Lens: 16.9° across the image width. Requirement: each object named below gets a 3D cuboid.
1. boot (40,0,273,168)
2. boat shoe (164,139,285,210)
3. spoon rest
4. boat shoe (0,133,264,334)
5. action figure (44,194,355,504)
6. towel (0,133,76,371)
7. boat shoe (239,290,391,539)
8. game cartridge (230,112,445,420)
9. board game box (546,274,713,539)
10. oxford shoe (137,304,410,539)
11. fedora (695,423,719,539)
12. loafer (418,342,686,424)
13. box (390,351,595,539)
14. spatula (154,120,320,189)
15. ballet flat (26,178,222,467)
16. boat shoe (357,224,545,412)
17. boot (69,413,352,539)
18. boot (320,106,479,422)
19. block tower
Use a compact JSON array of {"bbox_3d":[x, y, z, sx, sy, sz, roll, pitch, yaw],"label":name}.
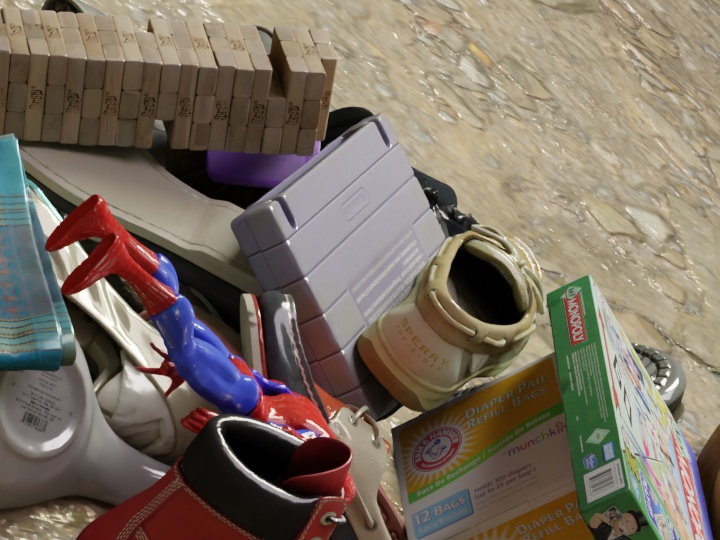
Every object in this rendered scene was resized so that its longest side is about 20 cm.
[{"bbox_3d":[-0.117,-0.114,1.474,0.199,0.073,0.182,23,34,-36],"label":"boot"},{"bbox_3d":[-0.054,-0.007,1.394,0.066,0.074,0.201,11,58,-71],"label":"boat shoe"},{"bbox_3d":[-0.131,0.079,1.126,0.200,0.060,0.100,34,67,-37],"label":"spoon rest"},{"bbox_3d":[-0.123,-0.021,1.310,0.199,0.063,0.073,29,36,3],"label":"boat shoe"},{"bbox_3d":[-0.066,0.050,1.106,0.200,0.052,0.065,43,3,-32],"label":"action figure"},{"bbox_3d":[-0.229,-0.015,1.054,0.199,0.022,0.147,4,42,-26],"label":"towel"},{"bbox_3d":[-0.013,0.102,1.201,0.071,0.062,0.201,-112,-173,-81],"label":"boat shoe"},{"bbox_3d":[0.000,0.000,1.310,0.130,0.038,0.200,67,23,-9],"label":"game cartridge"},{"bbox_3d":[0.142,0.107,1.226,0.135,0.029,0.200,57,15,-26],"label":"board game box"},{"bbox_3d":[-0.041,0.088,1.276,0.200,0.071,0.074,49,14,-5],"label":"oxford shoe"},{"bbox_3d":[0.224,0.137,1.303,0.081,0.201,0.201,15,33,-16],"label":"fedora"},{"bbox_3d":[0.114,0.095,1.408,0.075,0.199,0.070,-40,107,-42],"label":"loafer"},{"bbox_3d":[0.111,0.158,1.317,0.200,0.112,0.102,57,14,-34],"label":"box"},{"bbox_3d":[-0.120,-0.084,1.350,0.199,0.021,0.057,10,69,-12],"label":"spatula"},{"bbox_3d":[-0.135,0.042,1.198,0.200,0.069,0.069,46,22,-1],"label":"ballet flat"},{"bbox_3d":[0.062,0.014,1.293,0.073,0.063,0.200,48,26,7],"label":"boat shoe"},{"bbox_3d":[-0.024,0.151,1.104,0.200,0.144,0.073,38,24,-25],"label":"boot"},{"bbox_3d":[0.027,0.014,1.497,0.168,0.076,0.201,39,41,-60],"label":"boot"},{"bbox_3d":[-0.113,-0.101,1.305,0.199,0.058,0.054,1,32,-15],"label":"block tower"}]
